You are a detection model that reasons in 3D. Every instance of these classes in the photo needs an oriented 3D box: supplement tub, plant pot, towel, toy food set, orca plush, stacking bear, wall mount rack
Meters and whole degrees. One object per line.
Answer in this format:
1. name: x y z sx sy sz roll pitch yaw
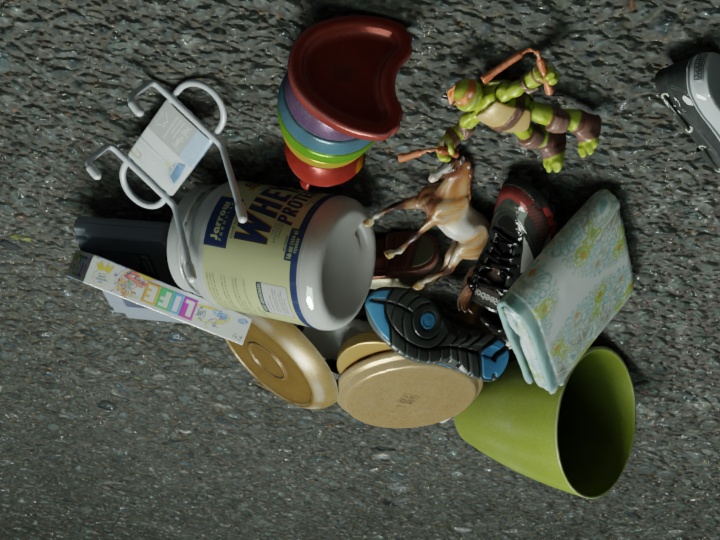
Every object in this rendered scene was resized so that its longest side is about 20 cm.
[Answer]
1. supplement tub: -0.098 -0.021 1.450 0.198 0.146 0.145 10 153 27
2. plant pot: 0.225 0.186 1.717 0.198 0.189 0.187 2 153 43
3. plant pot: -0.112 0.107 1.674 0.199 0.028 0.201 35 155 19
4. towel: 0.227 0.026 1.436 0.048 0.172 0.201 31 163 31
5. toy food set: 0.057 0.143 1.673 0.197 0.049 0.199 2 147 -11
6. orca plush: 0.010 0.073 1.693 0.197 0.071 0.106 1 128 -15
7. stacking bear: -0.027 -0.146 1.278 0.112 0.123 0.200 11 158 -6
8. wall mount rack: -0.193 -0.096 1.379 0.174 0.075 0.200 43 133 -2

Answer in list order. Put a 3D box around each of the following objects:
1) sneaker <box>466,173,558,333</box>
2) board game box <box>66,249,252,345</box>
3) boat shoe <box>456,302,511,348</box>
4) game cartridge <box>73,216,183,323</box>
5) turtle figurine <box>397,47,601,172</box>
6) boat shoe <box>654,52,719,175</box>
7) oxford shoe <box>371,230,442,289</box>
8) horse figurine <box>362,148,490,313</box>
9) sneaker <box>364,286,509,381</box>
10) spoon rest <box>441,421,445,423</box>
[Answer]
1. sneaker: 0.161 -0.009 1.423 0.070 0.098 0.202 30 144 28
2. board game box: -0.238 0.031 1.548 0.198 0.035 0.134 23 174 -20
3. boat shoe: 0.186 0.059 1.596 0.069 0.072 0.200 22 158 -20
4. game cartridge: -0.264 0.001 1.630 0.131 0.042 0.201 1 149 7
5. turtle figurine: 0.139 -0.146 1.262 0.160 0.065 0.200 19 141 -30
6. boat shoe: 0.338 -0.129 1.233 0.056 0.069 0.200 -5 142 39
7. oxford shoe: 0.000 0.000 1.550 0.197 0.072 0.074 1 152 16
8. horse figurine: 0.094 -0.040 1.443 0.132 0.050 0.200 -35 131 6
9. sneaker: 0.077 0.075 1.533 0.199 0.074 0.082 29 174 -29
10. spoon rest: 0.047 0.128 1.783 0.199 0.061 0.099 34 144 -11
